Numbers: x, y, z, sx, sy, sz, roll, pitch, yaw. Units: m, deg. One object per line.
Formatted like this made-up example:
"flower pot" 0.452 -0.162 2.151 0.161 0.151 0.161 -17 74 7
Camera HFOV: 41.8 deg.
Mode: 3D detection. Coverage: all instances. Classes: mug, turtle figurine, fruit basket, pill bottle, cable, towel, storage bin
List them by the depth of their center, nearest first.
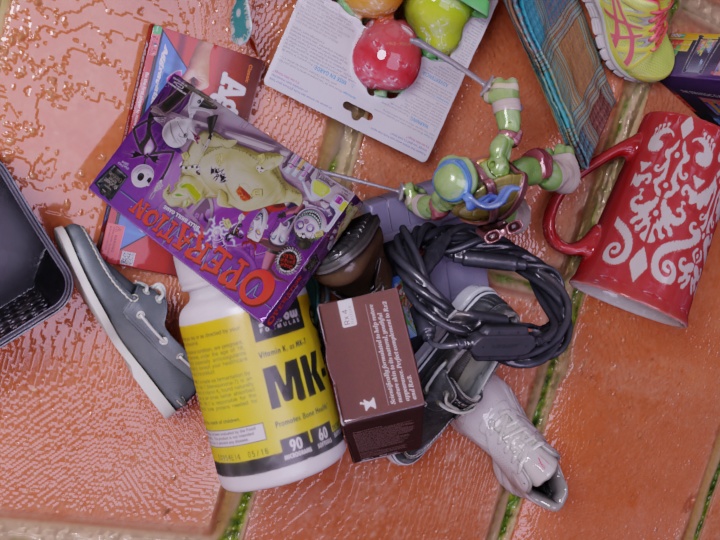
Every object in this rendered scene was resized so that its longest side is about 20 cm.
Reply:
"storage bin" -0.334 0.006 0.705 0.199 0.094 0.136 -33 116 -15
"pill bottle" -0.088 0.072 0.795 0.113 0.114 0.203 -16 93 -23
"fruit basket" 0.027 -0.224 0.847 0.183 0.094 0.202 20 103 -29
"turtle figurine" 0.102 -0.108 0.855 0.193 0.199 0.146 9 105 -52
"cable" 0.114 0.018 0.878 0.198 0.164 0.051 -1 134 -35
"towel" 0.201 -0.219 0.926 0.201 0.021 0.147 60 41 -26
"mug" 0.305 -0.064 1.000 0.176 0.133 0.202 23 88 -32

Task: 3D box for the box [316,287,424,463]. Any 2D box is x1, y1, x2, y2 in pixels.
"box" 0.011 0.098 0.824 0.074 0.200 0.102 -13 71 -1

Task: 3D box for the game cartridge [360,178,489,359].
"game cartridge" 0.071 0.012 0.952 0.128 0.038 0.203 -20 111 -26

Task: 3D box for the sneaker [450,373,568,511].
"sneaker" 0.167 0.181 1.004 0.078 0.099 0.200 -46 118 -10

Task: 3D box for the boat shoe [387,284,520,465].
"boat shoe" 0.086 0.110 0.928 0.072 0.071 0.202 23 98 -34

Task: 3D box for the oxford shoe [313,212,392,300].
"oxford shoe" 0.000 0.000 0.807 0.072 0.200 0.085 -28 90 6

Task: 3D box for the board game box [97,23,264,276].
"board game box" -0.156 -0.097 0.813 0.102 0.019 0.203 11 97 -30

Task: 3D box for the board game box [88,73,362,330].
"board game box" -0.109 -0.058 0.739 0.121 0.199 0.032 -56 158 -1

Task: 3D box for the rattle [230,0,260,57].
"rattle" -0.098 -0.299 0.770 0.142 0.131 0.201 28 121 -13

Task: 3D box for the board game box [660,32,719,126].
"board game box" 0.432 -0.180 0.994 0.164 0.200 0.057 29 91 -29

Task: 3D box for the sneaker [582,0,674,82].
"sneaker" 0.280 -0.262 0.943 0.200 0.090 0.079 44 66 -39

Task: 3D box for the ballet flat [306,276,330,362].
"ballet flat" -0.063 0.095 0.892 0.073 0.074 0.203 17 97 -29

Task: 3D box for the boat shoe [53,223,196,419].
"boat shoe" -0.190 0.035 0.799 0.061 0.073 0.202 -33 122 -15
